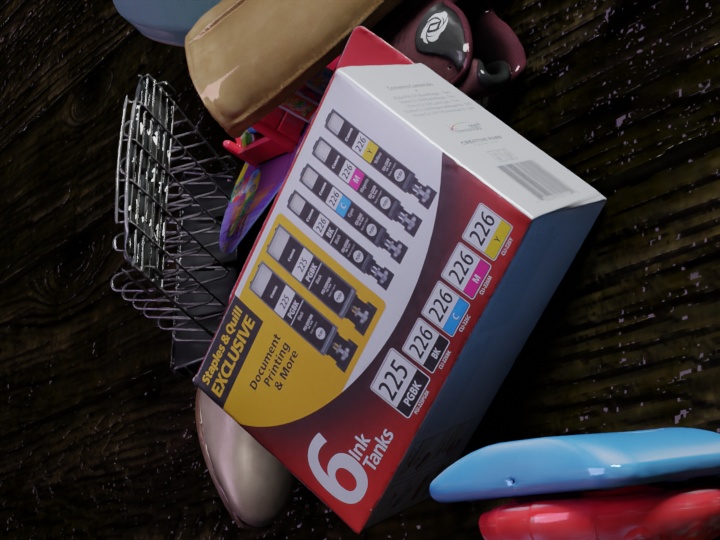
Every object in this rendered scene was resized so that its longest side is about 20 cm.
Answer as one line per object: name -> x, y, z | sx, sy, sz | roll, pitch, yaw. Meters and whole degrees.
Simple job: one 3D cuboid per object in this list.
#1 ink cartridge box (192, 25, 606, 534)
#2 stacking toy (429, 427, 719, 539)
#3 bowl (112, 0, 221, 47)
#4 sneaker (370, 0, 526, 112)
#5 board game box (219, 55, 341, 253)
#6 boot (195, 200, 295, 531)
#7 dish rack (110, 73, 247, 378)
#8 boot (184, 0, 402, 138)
ink cartridge box -> 0.000, 0.000, 0.838 | 0.175, 0.084, 0.201 | 38, 118, 24
stacking toy -> 0.108, 0.169, 0.662 | 0.116, 0.109, 0.202 | -15, 78, 46
bowl -> -0.096, -0.216, 1.091 | 0.201, 0.199, 0.106 | -137, 43, -57
sneaker -> 0.036, -0.073, 0.893 | 0.115, 0.075, 0.202 | -5, 74, 57
board game box -> -0.054, -0.110, 1.034 | 0.200, 0.039, 0.159 | -50, 18, 31
boot -> -0.042, 0.040, 0.990 | 0.146, 0.070, 0.201 | -48, 39, 42
dish rack -> -0.127, -0.030, 1.072 | 0.054, 0.200, 0.155 | -7, 66, 15
boot -> -0.019, -0.191, 0.942 | 0.199, 0.066, 0.176 | -35, 34, 16
